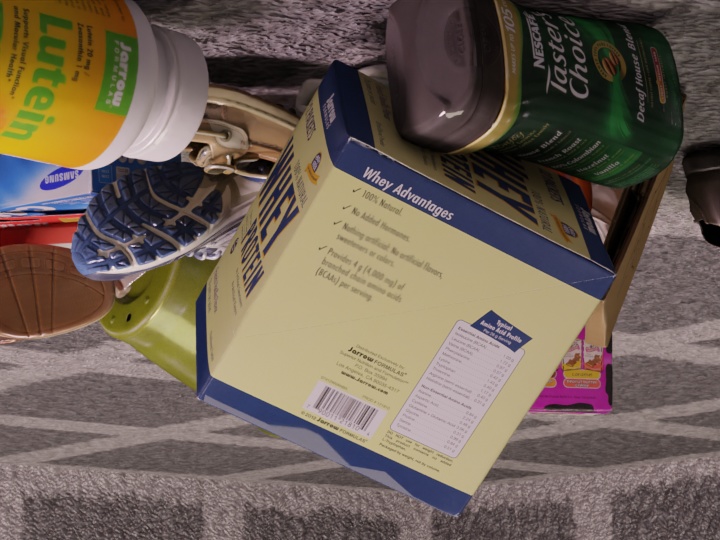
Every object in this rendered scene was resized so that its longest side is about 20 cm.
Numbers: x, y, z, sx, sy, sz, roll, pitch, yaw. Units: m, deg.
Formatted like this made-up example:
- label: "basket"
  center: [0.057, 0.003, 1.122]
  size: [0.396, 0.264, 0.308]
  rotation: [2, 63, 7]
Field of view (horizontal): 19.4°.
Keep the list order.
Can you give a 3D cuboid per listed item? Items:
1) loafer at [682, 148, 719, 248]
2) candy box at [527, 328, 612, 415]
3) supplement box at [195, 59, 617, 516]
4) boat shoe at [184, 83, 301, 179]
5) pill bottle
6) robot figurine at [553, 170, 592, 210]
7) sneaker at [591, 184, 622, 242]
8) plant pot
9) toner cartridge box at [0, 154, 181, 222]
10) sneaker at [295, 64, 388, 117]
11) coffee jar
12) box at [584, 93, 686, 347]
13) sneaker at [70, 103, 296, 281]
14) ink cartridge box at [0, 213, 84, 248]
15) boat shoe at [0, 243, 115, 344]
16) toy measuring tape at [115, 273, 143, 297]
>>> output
- label: "loafer"
  center: [0.304, -0.046, 1.748]
  size: [0.072, 0.072, 0.200]
  rotation: [-5, 167, 21]
- label: "candy box"
  center: [0.133, 0.015, 1.705]
  size: [0.135, 0.202, 0.061]
  rotation: [3, 173, -11]
- label: "supplement box"
  center: [0.024, 0.012, 1.357]
  size: [0.199, 0.201, 0.135]
  rotation: [26, -159, -17]
- label: "boat shoe"
  center: [-0.127, -0.095, 1.435]
  size: [0.198, 0.063, 0.073]
  rotation: [12, 170, -10]
- label: "pill bottle"
  center: [-0.191, -0.121, 1.251]
  size: [0.199, 0.112, 0.111]
  rotation: [10, 164, -43]
- label: "robot figurine"
  center: [0.094, -0.038, 1.522]
  size: [0.143, 0.118, 0.200]
  rotation: [16, -145, 33]
- label: "sneaker"
  center: [0.119, -0.052, 1.635]
  size: [0.198, 0.100, 0.078]
  rotation: [2, 168, -13]
- label: "plant pot"
  center: [-0.117, 0.021, 1.808]
  size: [0.192, 0.202, 0.200]
  rotation: [22, 156, -35]
- label: "toner cartridge box"
  center: [-0.234, -0.063, 1.560]
  size: [0.199, 0.044, 0.095]
  rotation: [-8, 174, 40]
- label: "sneaker"
  center: [0.046, -0.109, 1.437]
  size: [0.199, 0.071, 0.080]
  rotation: [-6, 164, 26]
- label: "coffee jar"
  center: [0.107, -0.117, 1.317]
  size: [0.199, 0.105, 0.085]
  rotation: [7, 158, -38]
- label: "box"
  center: [0.206, -0.034, 1.593]
  size: [0.021, 0.165, 0.200]
  rotation: [20, 171, 9]
- label: "sneaker"
  center: [-0.114, -0.036, 1.497]
  size: [0.199, 0.077, 0.086]
  rotation: [-28, 149, -22]
- label: "ink cartridge box"
  center: [-0.268, -0.010, 1.631]
  size: [0.159, 0.051, 0.200]
  rotation: [-3, 177, -2]
- label: "boat shoe"
  center: [-0.276, 0.024, 1.602]
  size: [0.198, 0.073, 0.072]
  rotation: [-11, 175, 10]
- label: "toy measuring tape"
  center: [-0.109, -0.047, 1.610]
  size: [0.200, 0.074, 0.073]
  rotation: [-40, 153, 19]
